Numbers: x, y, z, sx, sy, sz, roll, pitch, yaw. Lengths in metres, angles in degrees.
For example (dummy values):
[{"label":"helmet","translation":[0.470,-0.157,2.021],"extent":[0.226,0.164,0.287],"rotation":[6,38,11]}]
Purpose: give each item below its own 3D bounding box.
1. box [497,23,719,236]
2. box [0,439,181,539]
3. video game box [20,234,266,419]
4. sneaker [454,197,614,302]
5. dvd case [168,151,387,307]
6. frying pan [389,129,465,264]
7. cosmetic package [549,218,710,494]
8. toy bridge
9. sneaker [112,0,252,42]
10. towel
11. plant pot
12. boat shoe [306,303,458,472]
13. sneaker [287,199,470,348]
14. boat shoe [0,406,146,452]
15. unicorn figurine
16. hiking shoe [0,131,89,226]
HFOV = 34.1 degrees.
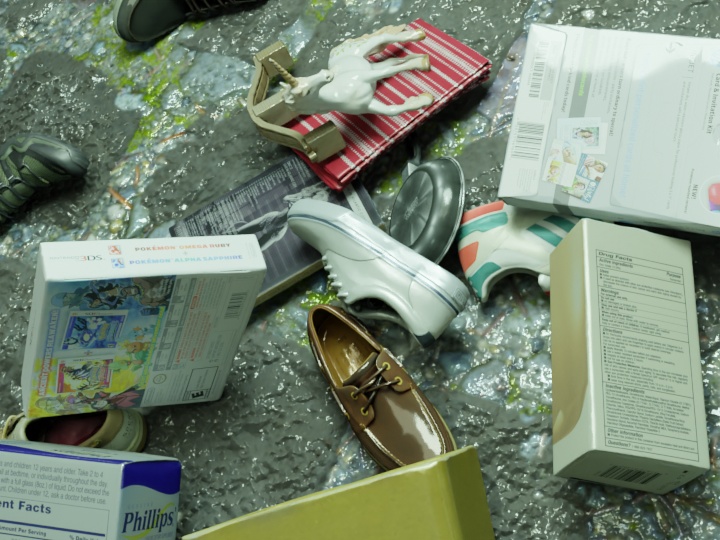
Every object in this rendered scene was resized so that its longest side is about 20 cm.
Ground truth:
[{"label":"box","translation":[0.228,-0.119,0.982],"extent":[0.199,0.041,0.157],"rotation":[9,86,22]},{"label":"box","translation":[-0.258,0.250,0.990],"extent":[0.183,0.105,0.201],"rotation":[3,85,22]},{"label":"video game box","translation":[-0.192,0.050,1.014],"extent":[0.182,0.200,0.047],"rotation":[-5,53,-26]},{"label":"sneaker","translation":[0.182,-0.028,1.043],"extent":[0.199,0.070,0.094],"rotation":[-15,76,10]},{"label":"dvd case","translation":[-0.086,-0.041,1.163],"extent":[0.200,0.016,0.149],"rotation":[-31,48,4]},{"label":"frying pan","translation":[0.060,-0.085,1.097],"extent":[0.115,0.031,0.191],"rotation":[-37,44,52]},{"label":"cosmetic package","translation":[0.211,0.068,0.941],"extent":[0.105,0.071,0.201],"rotation":[12,61,-13]},{"label":"toy bridge","translation":[-0.077,-0.164,1.183],"extent":[0.067,0.027,0.200],"rotation":[-29,41,1]},{"label":"sneaker","translation":[-0.184,-0.318,1.328],"extent":[0.200,0.075,0.106],"rotation":[-42,54,-7]},{"label":"towel","translation":[0.019,-0.170,1.182],"extent":[0.200,0.023,0.145],"rotation":[-38,43,-8]},{"label":"plant pot","translation":[0.011,0.257,0.869],"extent":[0.195,0.194,0.201],"rotation":[-18,81,11]},{"label":"boat shoe","translation":[0.010,0.106,1.023],"extent":[0.072,0.068,0.200],"rotation":[-37,56,-2]},{"label":"sneaker","translation":[0.000,0.000,1.043],"extent":[0.200,0.073,0.071],"rotation":[29,74,33]},{"label":"boat shoe","translation":[-0.305,0.161,1.114],"extent":[0.199,0.066,0.074],"rotation":[-18,57,11]},{"label":"unicorn figurine","translation":[-0.002,-0.184,1.115],"extent":[0.137,0.074,0.200],"rotation":[-7,16,5]},{"label":"hiking shoe","translation":[-0.381,-0.089,1.288],"extent":[0.199,0.076,0.101],"rotation":[-5,69,29]}]
